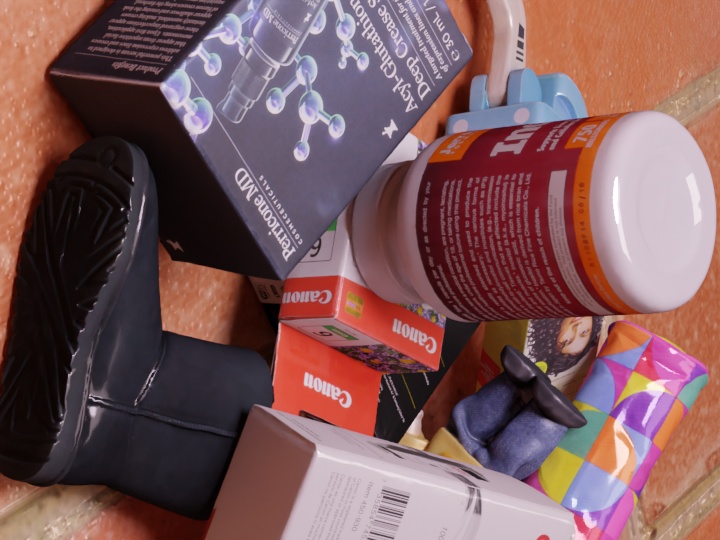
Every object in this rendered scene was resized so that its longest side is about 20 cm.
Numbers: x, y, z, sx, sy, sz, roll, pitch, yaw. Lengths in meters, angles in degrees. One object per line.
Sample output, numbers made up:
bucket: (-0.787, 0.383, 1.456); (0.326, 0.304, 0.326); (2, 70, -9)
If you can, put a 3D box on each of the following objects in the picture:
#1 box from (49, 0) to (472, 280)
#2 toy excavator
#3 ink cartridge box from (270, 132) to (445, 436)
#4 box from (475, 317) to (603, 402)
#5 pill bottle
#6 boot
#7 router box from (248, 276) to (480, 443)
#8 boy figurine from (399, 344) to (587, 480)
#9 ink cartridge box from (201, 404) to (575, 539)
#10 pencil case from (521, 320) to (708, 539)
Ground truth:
box: (-0.053, -0.120, 1.290); (0.200, 0.107, 0.149); (-50, 128, -25)
toy excavator: (0.108, -0.127, 1.586); (0.194, 0.099, 0.202); (38, 49, -52)
ink cartridge box: (0.005, 0.014, 1.373); (0.109, 0.050, 0.202); (28, 65, -47)
box: (0.124, 0.062, 1.565); (0.075, 0.050, 0.201); (-20, 136, -26)
pill bottle: (0.095, -0.028, 1.290); (0.113, 0.199, 0.114); (6, 82, -49)
boot: (-0.117, 0.037, 1.273); (0.168, 0.076, 0.202); (16, 87, -51)
router box: (0.000, 0.000, 1.459); (0.149, 0.051, 0.201); (-52, 131, -39)
boy figurine: (0.055, 0.141, 1.496); (0.200, 0.124, 0.064); (-44, 149, 7)
ink cartridge box: (0.009, 0.178, 1.310); (0.199, 0.083, 0.148); (19, 95, -34)
pencil case: (0.159, 0.134, 1.524); (0.201, 0.088, 0.088); (-58, 139, -8)
